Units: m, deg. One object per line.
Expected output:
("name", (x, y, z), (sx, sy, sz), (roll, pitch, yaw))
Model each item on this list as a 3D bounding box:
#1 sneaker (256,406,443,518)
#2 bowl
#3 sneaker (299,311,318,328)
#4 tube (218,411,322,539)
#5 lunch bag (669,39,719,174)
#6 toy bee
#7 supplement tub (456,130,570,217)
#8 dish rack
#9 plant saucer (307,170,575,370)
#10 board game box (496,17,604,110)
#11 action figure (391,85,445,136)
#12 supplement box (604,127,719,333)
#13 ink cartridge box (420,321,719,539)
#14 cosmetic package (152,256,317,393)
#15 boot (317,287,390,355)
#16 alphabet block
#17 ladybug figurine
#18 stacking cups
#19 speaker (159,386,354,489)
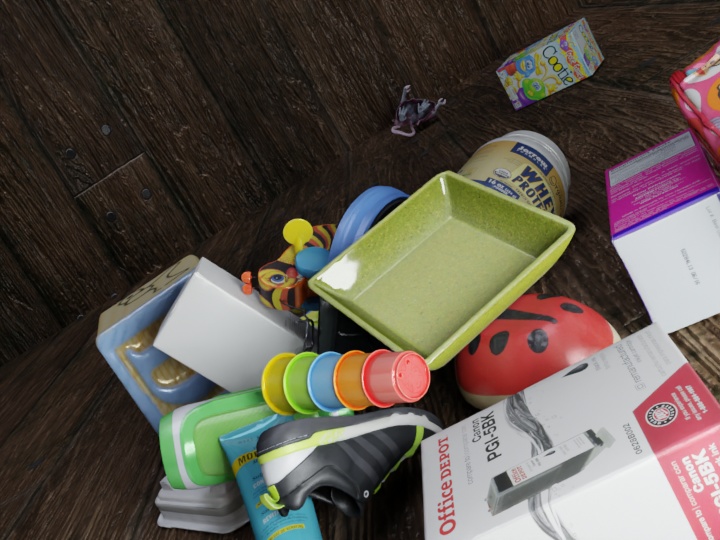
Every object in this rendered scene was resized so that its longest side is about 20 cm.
("sneaker", (-0.006, 0.173, 0.746), (0.196, 0.085, 0.071), (0, -23, -35))
("bowl", (0.032, 0.002, 1.038), (0.039, 0.204, 0.201), (9, 37, 34))
("sneaker", (-0.075, 0.098, 1.210), (0.197, 0.077, 0.105), (-27, 1, -10))
("tube", (-0.075, 0.199, 0.760), (0.076, 0.051, 0.201), (-15, 32, -11))
("lunch bag", (0.341, -0.083, 0.685), (0.081, 0.176, 0.202), (-36, 33, 19))
("toy bee", (-0.083, 0.002, 1.018), (0.106, 0.134, 0.200), (10, 17, 10))
("supplement tub", (0.178, -0.080, 1.081), (0.143, 0.146, 0.200), (-19, 20, 41))
("dish rack", (-0.147, 0.222, 0.982), (0.198, 0.044, 0.171), (-14, 22, 49))
("plant saucer", (0.078, 0.003, 0.820), (0.199, 0.048, 0.199), (-40, 38, -15))
("board game box", (0.420, -0.456, 1.897), (0.198, 0.106, 0.103), (-21, 18, 41))
("action figure", (0.172, -0.459, 2.526), (0.200, 0.131, 0.152), (-45, -27, -82))
("supplement box", (0.296, -0.044, 0.797), (0.102, 0.102, 0.201), (-26, 15, 24))
("ink cartridge box", (0.141, 0.138, 0.562), (0.197, 0.084, 0.147), (-29, 15, 11))
("cosmetic package", (-0.140, 0.087, 1.046), (0.109, 0.198, 0.085), (-54, 11, 10))
("boot", (0.033, 0.088, 0.945), (0.164, 0.203, 0.077), (2, 37, -4))
("alphabet block", (-0.272, 0.113, 1.300), (0.193, 0.199, 0.200), (-32, 14, -9))
("ladybug figurine", (0.154, 0.070, 0.783), (0.135, 0.073, 0.199), (-38, 15, -24))
("stacking cups", (-0.012, 0.101, 0.759), (0.198, 0.061, 0.060), (-10, 26, 51))
("speaker", (-0.103, 0.166, 0.883), (0.195, 0.091, 0.089), (-12, 14, -4))
